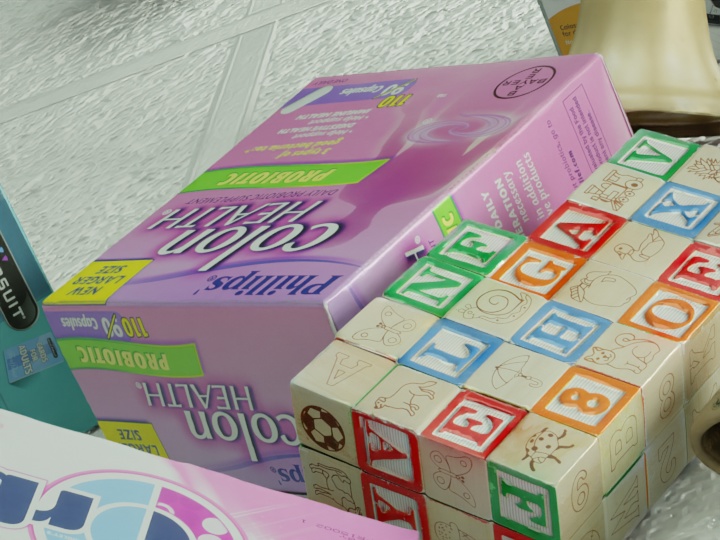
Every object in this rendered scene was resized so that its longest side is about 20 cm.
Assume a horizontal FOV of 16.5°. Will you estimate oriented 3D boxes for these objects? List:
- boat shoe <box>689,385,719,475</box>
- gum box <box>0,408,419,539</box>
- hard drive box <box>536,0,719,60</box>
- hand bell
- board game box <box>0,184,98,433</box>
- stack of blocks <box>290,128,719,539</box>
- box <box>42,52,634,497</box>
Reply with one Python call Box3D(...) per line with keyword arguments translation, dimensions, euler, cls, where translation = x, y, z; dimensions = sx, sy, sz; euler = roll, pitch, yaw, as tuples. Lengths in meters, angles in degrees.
Box3D(translation=(0.184, 0.056, 0.795), dimensions=(0.064, 0.071, 0.200), euler=(-41, 19, -21), cls="boat shoe")
Box3D(translation=(-0.077, 0.116, 0.801), dimensions=(0.199, 0.066, 0.114), euler=(16, 28, -2), cls="gum box")
Box3D(translation=(0.148, -0.206, 1.234), dimensions=(0.155, 0.201, 0.077), euler=(-9, 26, 35), cls="hard drive box")
Box3D(translation=(0.130, -0.165, 1.131), dimensions=(0.103, 0.201, 0.104), euler=(2, -2, 0), cls="hand bell")
Box3D(translation=(-0.202, -0.021, 1.178), dimensions=(0.047, 0.201, 0.151), euler=(-32, 23, -18), cls="board game box")
Box3D(translation=(0.080, 0.026, 0.928), dimensions=(0.115, 0.059, 0.200), euler=(19, 44, 32), cls="stack of blocks")
Box3D(translation=(0.000, 0.000, 1.063), dimensions=(0.175, 0.097, 0.200), euler=(0, 33, 45), cls="box")
